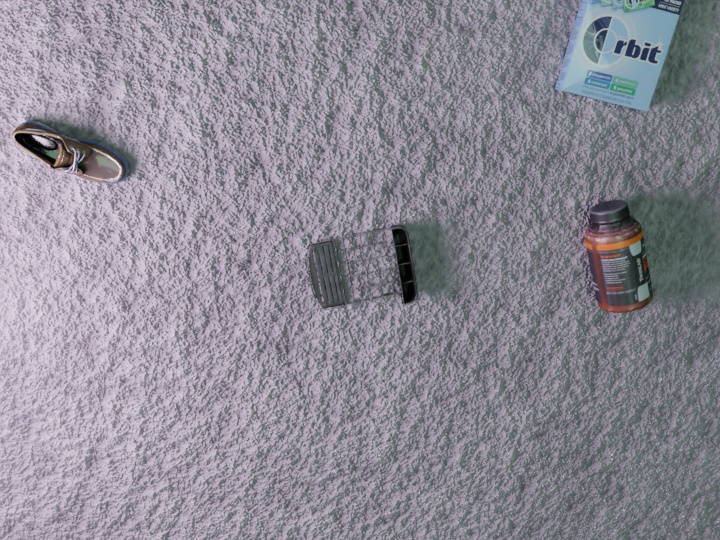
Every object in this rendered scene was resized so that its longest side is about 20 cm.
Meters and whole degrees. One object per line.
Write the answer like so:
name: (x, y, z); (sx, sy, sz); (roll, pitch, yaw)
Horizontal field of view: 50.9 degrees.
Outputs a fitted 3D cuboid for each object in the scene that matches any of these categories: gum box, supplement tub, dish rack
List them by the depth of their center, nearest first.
gum box: (0.459, -0.402, 1.347); (0.169, 0.045, 0.201); (11, 107, -8)
dish rack: (0.000, 0.000, 1.433); (0.199, 0.055, 0.154); (-11, 107, -1)
supplement tub: (0.486, -0.028, 1.434); (0.106, 0.107, 0.201); (-17, 109, 1)

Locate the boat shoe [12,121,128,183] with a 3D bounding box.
boat shoe: (-0.509, -0.197, 1.321); (0.199, 0.072, 0.073); (18, 106, -10)
